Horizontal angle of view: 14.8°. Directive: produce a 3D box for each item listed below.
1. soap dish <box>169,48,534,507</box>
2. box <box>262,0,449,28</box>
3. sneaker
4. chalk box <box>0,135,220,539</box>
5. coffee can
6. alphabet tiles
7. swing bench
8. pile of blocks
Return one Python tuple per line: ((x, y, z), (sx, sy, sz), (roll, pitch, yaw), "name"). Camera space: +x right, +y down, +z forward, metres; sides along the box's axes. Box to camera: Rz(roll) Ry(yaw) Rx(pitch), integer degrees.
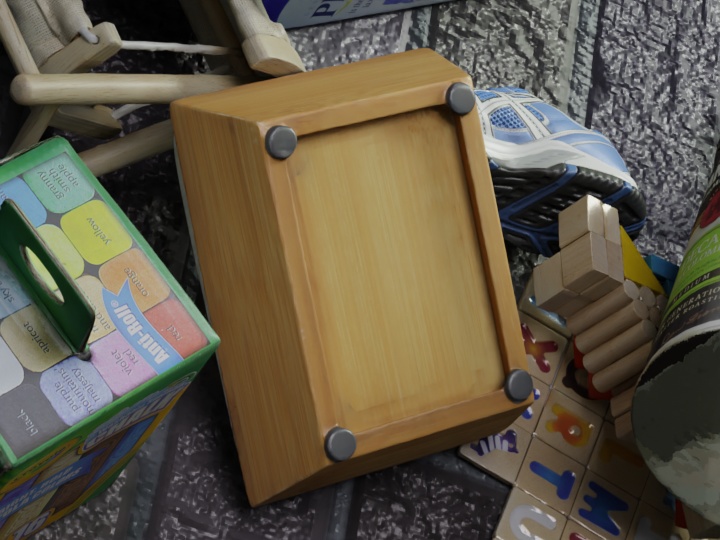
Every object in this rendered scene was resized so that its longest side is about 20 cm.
((0.000, 0.000, 1.350), (0.157, 0.081, 0.201), (-14, 95, -33), "soap dish")
((0.000, -0.245, 1.519), (0.200, 0.105, 0.184), (-12, 69, -33), "box")
((0.053, -0.062, 1.473), (0.199, 0.076, 0.077), (19, 33, -17), "sneaker")
((-0.156, 0.034, 1.215), (0.124, 0.200, 0.125), (-30, 79, -36), "chalk box")
((0.229, 0.017, 1.386), (0.146, 0.146, 0.200), (32, 45, -7), "coffee can")
((0.131, 0.111, 1.442), (0.167, 0.008, 0.200), (31, 52, -8), "alphabet tiles")
((-0.139, -0.152, 1.379), (0.200, 0.130, 0.199), (-15, 70, -33), "swing bench")
((0.155, 0.057, 1.449), (0.082, 0.062, 0.200), (-23, 82, -48), "pile of blocks")
